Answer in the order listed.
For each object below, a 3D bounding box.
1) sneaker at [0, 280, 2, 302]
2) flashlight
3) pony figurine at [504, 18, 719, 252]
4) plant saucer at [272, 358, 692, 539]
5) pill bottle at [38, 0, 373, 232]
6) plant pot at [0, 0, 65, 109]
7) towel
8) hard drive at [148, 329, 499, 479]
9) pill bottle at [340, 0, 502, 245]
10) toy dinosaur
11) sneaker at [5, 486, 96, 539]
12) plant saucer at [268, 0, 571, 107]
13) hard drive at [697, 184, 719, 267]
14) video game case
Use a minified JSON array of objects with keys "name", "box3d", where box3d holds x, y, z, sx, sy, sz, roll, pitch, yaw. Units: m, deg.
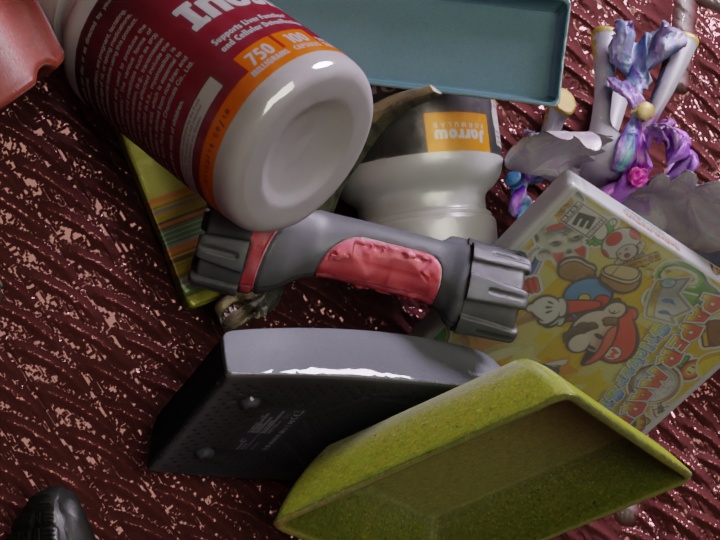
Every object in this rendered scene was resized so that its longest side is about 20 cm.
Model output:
[{"name":"sneaker","box3d":[-0.267,0.080,0.884,0.200,0.078,0.077,-50,119,-22]},{"name":"flashlight","box3d":[0.000,0.000,0.953,0.200,0.068,0.068,15,102,-5]},{"name":"pony figurine","box3d":[0.169,-0.074,1.081,0.166,0.193,0.200,25,65,-12]},{"name":"plant saucer","box3d":[0.074,0.120,0.965,0.200,0.199,0.048,34,36,-52]},{"name":"pill bottle","box3d":[-0.098,-0.118,0.916,0.113,0.113,0.200,-36,58,-29]},{"name":"plant pot","box3d":[-0.273,-0.160,0.860,0.201,0.201,0.195,-40,109,-28]},{"name":"towel","box3d":[-0.114,-0.080,1.023,0.086,0.018,0.200,-23,92,-33]},{"name":"hard drive","box3d":[-0.018,0.084,0.974,0.200,0.135,0.042,6,55,-30]},{"name":"pill bottle","box3d":[0.033,-0.104,1.049,0.116,0.116,0.200,-3,82,-29]},{"name":"toy dinosaur","box3d":[-0.044,-0.059,0.992,0.088,0.047,0.200,37,103,-4]},{"name":"sneaker","box3d":[-0.151,0.221,0.925,0.091,0.076,0.200,-14,95,-39]},{"name":"plant saucer","box3d":[0.028,-0.145,0.987,0.200,0.019,0.070,7,84,4]},{"name":"hard drive","box3d":[0.305,0.004,1.218,0.200,0.042,0.135,11,76,-27]},{"name":"video game case","box3d":[0.139,0.049,1.047,0.182,0.200,0.023,30,29,-23]}]
